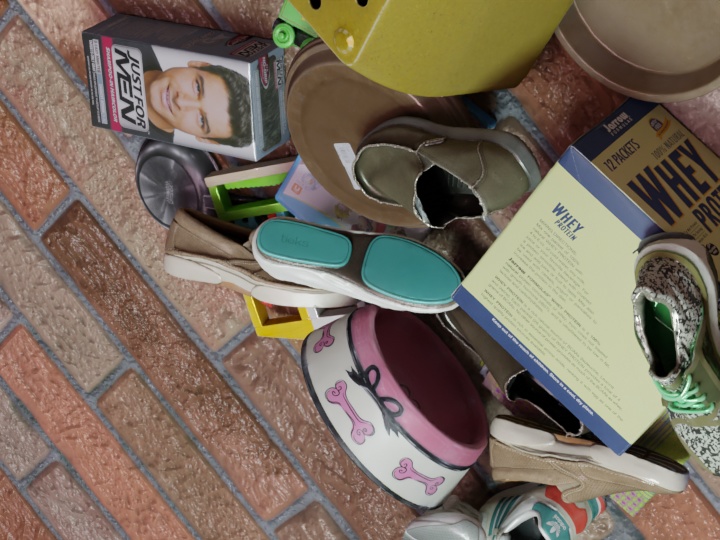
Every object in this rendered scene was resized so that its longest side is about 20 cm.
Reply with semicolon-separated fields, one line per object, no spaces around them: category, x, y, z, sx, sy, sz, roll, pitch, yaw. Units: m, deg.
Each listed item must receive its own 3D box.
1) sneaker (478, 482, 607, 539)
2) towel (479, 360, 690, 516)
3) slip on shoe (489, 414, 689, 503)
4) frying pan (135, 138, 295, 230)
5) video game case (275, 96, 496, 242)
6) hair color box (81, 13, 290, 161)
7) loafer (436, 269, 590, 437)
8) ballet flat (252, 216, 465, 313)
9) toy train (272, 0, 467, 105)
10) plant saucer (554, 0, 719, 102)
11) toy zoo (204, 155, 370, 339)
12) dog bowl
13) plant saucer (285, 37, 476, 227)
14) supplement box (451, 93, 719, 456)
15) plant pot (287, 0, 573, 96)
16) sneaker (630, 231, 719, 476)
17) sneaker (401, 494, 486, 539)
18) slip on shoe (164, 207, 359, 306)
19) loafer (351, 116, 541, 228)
sneaker;0.143;0.250;1.797;0.070;0.093;0.200;52;140;1
towel;0.209;0.115;1.735;0.200;0.023;0.144;42;130;9
slip on shoe;0.199;0.178;1.701;0.199;0.076;0.061;12;92;33
frying pan;-0.154;-0.062;1.898;0.190;0.031;0.115;38;131;18
video game case;0.019;-0.099;1.739;0.143;0.018;0.200;39;122;12
hair color box;-0.166;-0.176;1.821;0.199;0.061;0.100;13;121;29
loafer;0.143;0.073;1.695;0.200;0.071;0.073;35;130;14
ballet flat;0.000;0.000;1.719;0.199;0.070;0.070;14;123;9
toy train;0.010;-0.186;1.680;0.199;0.042;0.057;30;109;17
plant saucer;0.234;-0.232;1.524;0.199;0.029;0.201;17;122;29
toy zoo;-0.062;-0.010;1.848;0.130;0.020;0.201;-8;109;27
dog bowl;0.039;0.115;1.752;0.074;0.200;0.200;-40;88;21
plant saucer;0.015;-0.114;1.661;0.199;0.029;0.201;23;140;21
supplement box;0.223;0.001;1.587;0.200;0.134;0.200;43;131;8
plant pot;0.045;-0.256;1.509;0.194;0.199;0.196;49;133;19
sneaker;0.242;0.077;1.465;0.077;0.089;0.201;-9;110;37
sneaker;0.081;0.242;1.789;0.070;0.080;0.200;40;162;0
slip on shoe;-0.091;-0.012;1.803;0.199;0.076;0.061;14;104;24
loafer;0.055;-0.078;1.558;0.199;0.070;0.075;2;129;51
